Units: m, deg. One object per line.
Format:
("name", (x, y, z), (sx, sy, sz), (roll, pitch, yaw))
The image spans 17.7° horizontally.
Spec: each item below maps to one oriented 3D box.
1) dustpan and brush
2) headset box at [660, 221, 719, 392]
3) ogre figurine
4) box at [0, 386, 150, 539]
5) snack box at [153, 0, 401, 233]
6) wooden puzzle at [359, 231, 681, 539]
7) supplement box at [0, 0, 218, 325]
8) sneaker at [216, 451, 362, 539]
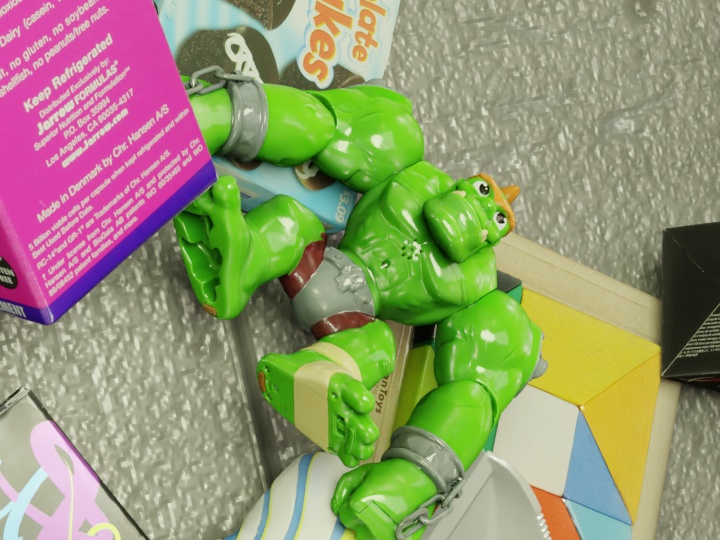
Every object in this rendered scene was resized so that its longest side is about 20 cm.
("dustpan and brush", (0.054, 0.187, 0.979), (0.140, 0.057, 0.200), (-55, 151, -28))
("headset box", (0.259, 0.025, 1.110), (0.200, 0.149, 0.077), (13, 75, -48))
("ogre figurine", (0.000, 0.000, 0.926), (0.120, 0.098, 0.200), (-29, 69, -35))
("box", (-0.113, 0.162, 0.828), (0.143, 0.036, 0.200), (-39, 97, -11))
("snack box", (-0.037, -0.128, 0.990), (0.116, 0.037, 0.200), (25, 68, -34))
("wooden puzzle", (0.073, 0.075, 1.044), (0.200, 0.037, 0.185), (25, 67, -33))
("supplement box", (-0.144, -0.094, 0.819), (0.103, 0.101, 0.200), (-44, 130, -35))
("sneaker", (-0.069, 0.142, 0.896), (0.105, 0.076, 0.200), (38, 62, -27))
